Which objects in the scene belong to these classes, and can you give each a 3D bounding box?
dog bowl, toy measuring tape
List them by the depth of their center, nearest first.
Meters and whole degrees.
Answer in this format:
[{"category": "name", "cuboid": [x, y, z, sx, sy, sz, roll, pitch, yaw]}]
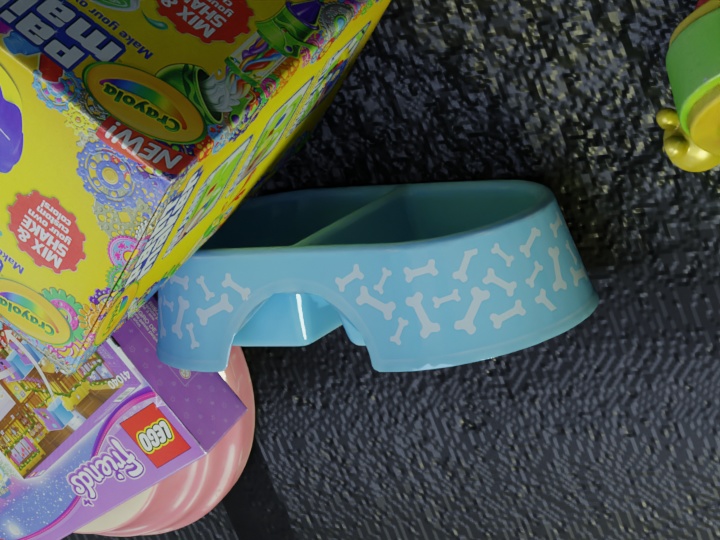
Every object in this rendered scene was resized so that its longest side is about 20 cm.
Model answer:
[{"category": "toy measuring tape", "cuboid": [0.165, -0.089, 0.938, 0.074, 0.074, 0.200, 46, 137, -4]}, {"category": "dog bowl", "cuboid": [0.000, 0.000, 1.097, 0.199, 0.111, 0.050, -2, 107, 35]}]

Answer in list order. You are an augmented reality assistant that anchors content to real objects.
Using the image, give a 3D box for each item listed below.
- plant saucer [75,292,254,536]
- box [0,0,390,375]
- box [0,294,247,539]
[{"category": "plant saucer", "cuboid": [-0.146, 0.049, 1.269, 0.200, 0.051, 0.201, 17, 129, 23]}, {"category": "box", "cuboid": [-0.120, -0.103, 1.040, 0.200, 0.193, 0.122, 38, 135, 4]}, {"category": "box", "cuboid": [-0.159, 0.055, 1.218, 0.200, 0.039, 0.137, -31, 101, 44]}]
